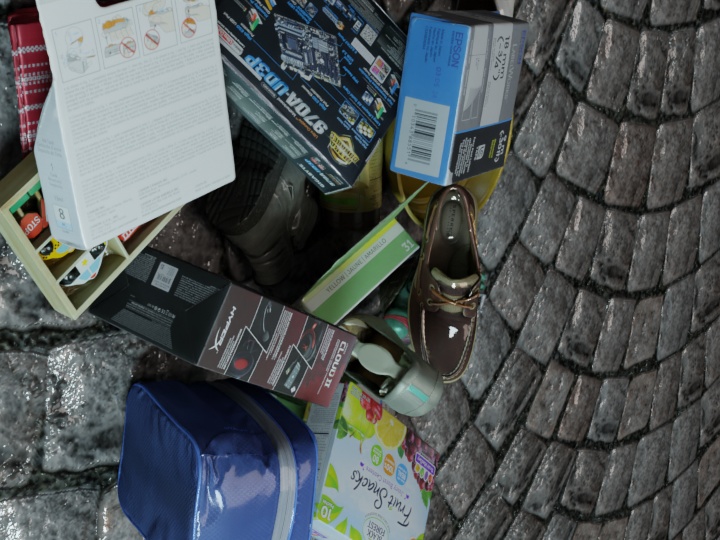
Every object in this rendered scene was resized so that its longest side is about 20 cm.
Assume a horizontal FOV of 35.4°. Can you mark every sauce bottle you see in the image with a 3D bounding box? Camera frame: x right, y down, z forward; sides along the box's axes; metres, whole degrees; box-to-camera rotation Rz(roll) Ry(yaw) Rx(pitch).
[{"bbox_3d":[-0.009,-0.141,1.112,0.065,0.065,0.200,-20,118,-45],"label":"sauce bottle"}]

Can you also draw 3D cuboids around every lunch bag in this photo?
[{"bbox_3d":[-0.124,0.176,1.000,0.132,0.200,0.136,1,107,-32],"label":"lunch bag"}]

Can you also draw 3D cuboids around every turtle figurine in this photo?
[{"bbox_3d":[0.070,0.025,1.208,0.101,0.150,0.200,35,46,-12],"label":"turtle figurine"}]

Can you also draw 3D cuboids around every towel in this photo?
[{"bbox_3d":[-0.214,-0.115,0.907,0.145,0.022,0.200,-23,123,-46],"label":"towel"}]

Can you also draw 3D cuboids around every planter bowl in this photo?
[{"bbox_3d":[0.071,-0.145,1.188,0.200,0.083,0.201,-23,121,-45],"label":"planter bowl"}]

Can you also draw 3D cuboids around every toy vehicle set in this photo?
[{"bbox_3d":[-0.198,-0.074,0.906,0.200,0.026,0.124,-51,140,-26],"label":"toy vehicle set"}]

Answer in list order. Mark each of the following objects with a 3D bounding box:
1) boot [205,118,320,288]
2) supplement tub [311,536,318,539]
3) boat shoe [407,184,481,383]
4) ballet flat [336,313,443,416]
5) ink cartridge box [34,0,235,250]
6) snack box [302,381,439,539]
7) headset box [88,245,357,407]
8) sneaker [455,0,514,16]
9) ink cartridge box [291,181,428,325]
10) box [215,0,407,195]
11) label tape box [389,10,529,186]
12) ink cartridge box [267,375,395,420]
[{"bbox_3d":[-0.069,-0.091,1.075,0.200,0.068,0.131,-60,153,-15],"label":"boot"},{"bbox_3d":[-0.089,0.291,1.154,0.200,0.107,0.107,-6,109,-49],"label":"supplement tub"},{"bbox_3d":[0.086,0.013,1.114,0.072,0.072,0.200,-2,99,-88],"label":"boat shoe"},{"bbox_3d":[0.007,0.078,1.095,0.064,0.200,0.067,35,87,-36],"label":"ballet flat"},{"bbox_3d":[-0.175,-0.136,0.850,0.160,0.047,0.200,-31,126,-42],"label":"ink cartridge box"},{"bbox_3d":[0.004,0.216,1.151,0.200,0.053,0.142,43,54,-47],"label":"snack box"},{"bbox_3d":[-0.111,0.050,0.995,0.200,0.149,0.075,27,85,-52],"label":"headset box"},{"bbox_3d":[0.151,-0.301,1.229,0.085,0.073,0.200,-24,121,-40],"label":"sneaker"},{"bbox_3d":[0.000,0.000,1.091,0.048,0.200,0.146,49,59,-2],"label":"ink cartridge box"},{"bbox_3d":[-0.048,-0.191,0.985,0.200,0.046,0.159,43,62,-25],"label":"box"},{"bbox_3d":[0.108,-0.170,1.069,0.200,0.063,0.144,-23,126,-57],"label":"label tape box"},{"bbox_3d":[-0.046,0.167,1.191,0.200,0.059,0.104,-18,118,-46],"label":"ink cartridge box"}]
